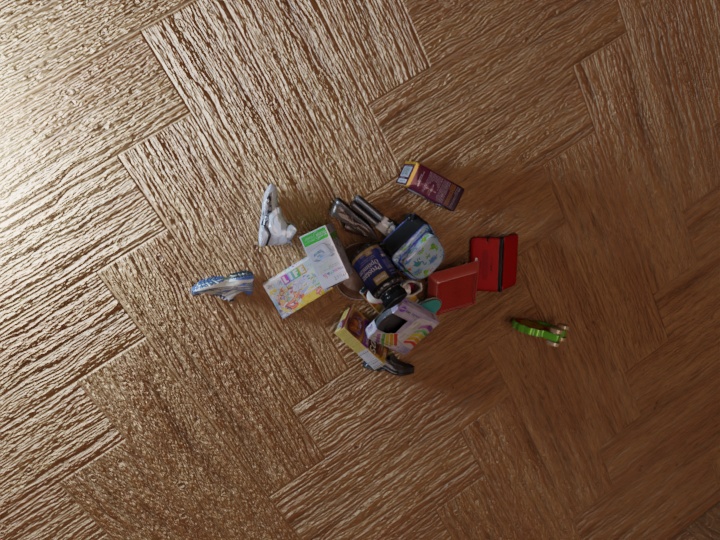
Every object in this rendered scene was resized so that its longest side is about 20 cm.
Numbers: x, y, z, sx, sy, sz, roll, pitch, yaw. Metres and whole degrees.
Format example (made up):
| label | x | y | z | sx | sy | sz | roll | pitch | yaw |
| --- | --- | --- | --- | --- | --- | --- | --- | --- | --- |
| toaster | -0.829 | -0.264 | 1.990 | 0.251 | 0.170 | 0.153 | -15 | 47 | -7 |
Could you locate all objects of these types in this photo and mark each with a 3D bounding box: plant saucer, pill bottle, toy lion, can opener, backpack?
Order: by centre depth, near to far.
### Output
| label | x | y | z | sx | sy | sz | roll | pitch | yaw |
| --- | --- | --- | --- | --- | --- | --- | --- | --- | --- |
| pill bottle | 0.061 | 0.018 | 1.631 | 0.111 | 0.112 | 0.201 | -33 | 74 | -6 |
| backpack | 0.192 | -0.061 | 1.718 | 0.183 | 0.147 | 0.200 | -45 | 139 | 4 |
| can opener | 0.053 | -0.179 | 1.724 | 0.199 | 0.067 | 0.053 | 36 | 111 | -15 |
| plant saucer | 0.000 | 0.000 | 1.757 | 0.197 | 0.037 | 0.203 | -3 | 103 | -15 |
| plant saucer | 0.337 | 0.074 | 1.825 | 0.197 | 0.037 | 0.201 | -14 | 131 | -11 |
| toy lion | 0.678 | 0.221 | 1.941 | 0.199 | 0.190 | 0.070 | -3 | 108 | -56 |

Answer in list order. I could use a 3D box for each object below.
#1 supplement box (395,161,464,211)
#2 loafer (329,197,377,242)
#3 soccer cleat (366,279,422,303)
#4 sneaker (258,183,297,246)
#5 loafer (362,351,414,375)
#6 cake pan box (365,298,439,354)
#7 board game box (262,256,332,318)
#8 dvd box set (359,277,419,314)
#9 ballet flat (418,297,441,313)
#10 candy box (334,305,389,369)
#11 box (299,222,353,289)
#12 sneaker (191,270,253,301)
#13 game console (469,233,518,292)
| label | x | y | z | sx | sy | sz | roll | pitch | yaw |
| --- | --- | --- | --- | --- | --- | --- | --- | --- | --- |
| supplement box | 0.233 | -0.284 | 1.717 | 0.198 | 0.110 | 0.086 | 25 | 96 | -19 |
| loafer | -0.025 | -0.157 | 1.703 | 0.199 | 0.073 | 0.071 | 40 | 101 | -15 |
| soccer cleat | 0.117 | 0.065 | 1.703 | 0.198 | 0.086 | 0.071 | -12 | 92 | -27 |
| sneaker | -0.259 | -0.170 | 1.627 | 0.113 | 0.075 | 0.203 | 6 | 106 | -17 |
| loafer | 0.110 | 0.332 | 1.848 | 0.197 | 0.073 | 0.073 | 13 | 95 | -19 |
| cake pan box | 0.140 | 0.187 | 1.736 | 0.199 | 0.053 | 0.184 | 29 | 114 | -34 |
| board game box | -0.209 | 0.052 | 1.711 | 0.199 | 0.034 | 0.136 | -31 | 108 | -7 |
| dvd box set | 0.104 | 0.090 | 1.783 | 0.146 | 0.029 | 0.200 | -44 | 123 | -7 |
| ballet flat | 0.205 | 0.158 | 1.825 | 0.069 | 0.071 | 0.200 | 42 | 104 | -11 |
| candy box | 0.012 | 0.232 | 1.761 | 0.200 | 0.117 | 0.056 | 45 | 126 | -16 |
| box | -0.100 | -0.051 | 1.607 | 0.096 | 0.200 | 0.178 | -24 | 96 | 5 |
| sneaker | -0.437 | 0.064 | 1.630 | 0.197 | 0.077 | 0.086 | -10 | 109 | -13 |
| game console | 0.496 | -0.033 | 1.899 | 0.170 | 0.119 | 0.203 | 2 | 104 | 16 |
